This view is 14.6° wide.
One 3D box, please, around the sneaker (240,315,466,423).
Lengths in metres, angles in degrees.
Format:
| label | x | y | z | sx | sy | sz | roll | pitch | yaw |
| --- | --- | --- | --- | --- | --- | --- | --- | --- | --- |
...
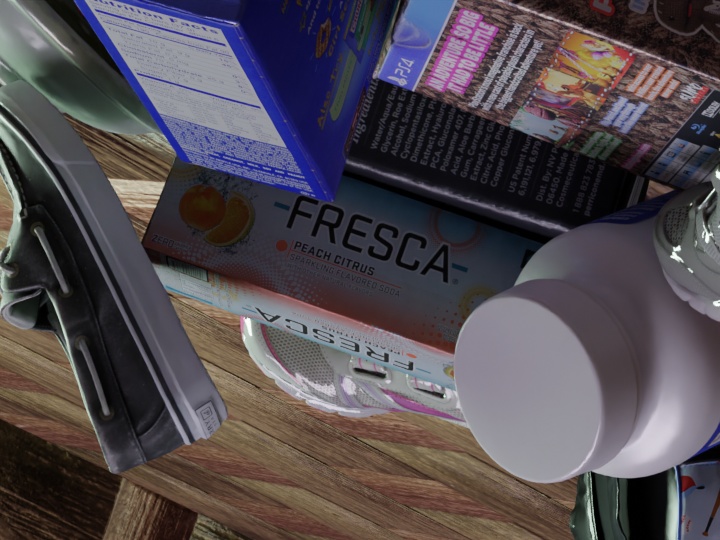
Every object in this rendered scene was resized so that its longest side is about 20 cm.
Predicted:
| label | x | y | z | sx | sy | sz | roll | pitch | yaw |
| --- | --- | --- | --- | --- | --- | --- | --- | --- | --- |
| sneaker | 0.038 | 0.035 | 1.406 | 0.198 | 0.082 | 0.088 | 12 | 165 | 0 |

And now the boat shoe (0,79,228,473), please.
| label | x | y | z | sx | sy | sz | roll | pitch | yaw |
| --- | --- | --- | --- | --- | --- | --- | --- | --- | --- |
| boat shoe | -0.135 | 0.001 | 1.295 | 0.201 | 0.071 | 0.072 | 58 | 170 | 23 |

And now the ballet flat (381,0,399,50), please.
| label | x | y | z | sx | sy | sz | roll | pitch | yaw |
| --- | --- | --- | --- | --- | --- | --- | --- | --- | --- |
| ballet flat | 0.046 | -0.114 | 1.269 | 0.198 | 0.070 | 0.071 | 7 | 177 | -8 |

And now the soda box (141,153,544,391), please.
| label | x | y | z | sx | sy | sz | roll | pitch | yaw |
| --- | --- | --- | --- | --- | --- | --- | --- | --- | --- |
| soda box | 0.000 | 0.000 | 1.324 | 0.199 | 0.069 | 0.064 | 20 | 164 | 6 |

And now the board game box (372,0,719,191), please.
| label | x | y | z | sx | sy | sz | roll | pitch | yaw |
| --- | --- | --- | --- | --- | --- | --- | --- | --- | --- |
| board game box | 0.120 | -0.108 | 1.155 | 0.199 | 0.097 | 0.159 | 20 | 167 | -2 |

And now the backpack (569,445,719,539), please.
| label | x | y | z | sx | sy | sz | roll | pitch | yaw |
| --- | --- | --- | --- | --- | --- | --- | --- | --- | --- |
| backpack | 0.209 | 0.135 | 1.830 | 0.153 | 0.192 | 0.200 | 5 | 170 | -12 |

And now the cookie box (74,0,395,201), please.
| label | x | y | z | sx | sy | sz | roll | pitch | yaw |
| --- | --- | --- | --- | --- | --- | --- | --- | --- | --- |
| cookie box | -0.036 | -0.143 | 1.085 | 0.075 | 0.172 | 0.200 | 13 | 165 | 13 |

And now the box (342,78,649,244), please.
| label | x | y | z | sx | sy | sz | roll | pitch | yaw |
| --- | --- | --- | --- | --- | --- | --- | --- | --- | --- |
| box | 0.043 | -0.067 | 1.397 | 0.199 | 0.118 | 0.197 | 17 | 166 | 7 |

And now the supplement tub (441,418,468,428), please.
| label | x | y | z | sx | sy | sz | roll | pitch | yaw |
| --- | --- | --- | --- | --- | --- | --- | --- | --- | --- |
| supplement tub | 0.077 | 0.021 | 1.654 | 0.199 | 0.146 | 0.145 | 19 | 167 | 4 |

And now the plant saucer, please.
| label | x | y | z | sx | sy | sz | roll | pitch | yaw |
| --- | --- | --- | --- | --- | --- | --- | --- | --- | --- |
| plant saucer | -0.171 | -0.130 | 1.388 | 0.200 | 0.050 | 0.200 | 48 | -174 | -7 |

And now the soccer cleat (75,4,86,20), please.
| label | x | y | z | sx | sy | sz | roll | pitch | yaw |
| --- | --- | --- | --- | --- | --- | --- | --- | --- | --- |
| soccer cleat | -0.074 | -0.157 | 1.291 | 0.066 | 0.077 | 0.200 | 26 | 166 | -26 |

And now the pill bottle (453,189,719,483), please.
| label | x | y | z | sx | sy | sz | roll | pitch | yaw |
| --- | --- | --- | --- | --- | --- | --- | --- | --- | --- |
| pill bottle | 0.134 | 0.026 | 1.238 | 0.112 | 0.113 | 0.199 | 7 | -161 | 43 |

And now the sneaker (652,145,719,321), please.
| label | x | y | z | sx | sy | sz | roll | pitch | yaw |
| --- | --- | --- | --- | --- | --- | --- | --- | --- | --- |
| sneaker | 0.166 | -0.032 | 1.077 | 0.082 | 0.075 | 0.200 | 54 | 161 | -12 |
